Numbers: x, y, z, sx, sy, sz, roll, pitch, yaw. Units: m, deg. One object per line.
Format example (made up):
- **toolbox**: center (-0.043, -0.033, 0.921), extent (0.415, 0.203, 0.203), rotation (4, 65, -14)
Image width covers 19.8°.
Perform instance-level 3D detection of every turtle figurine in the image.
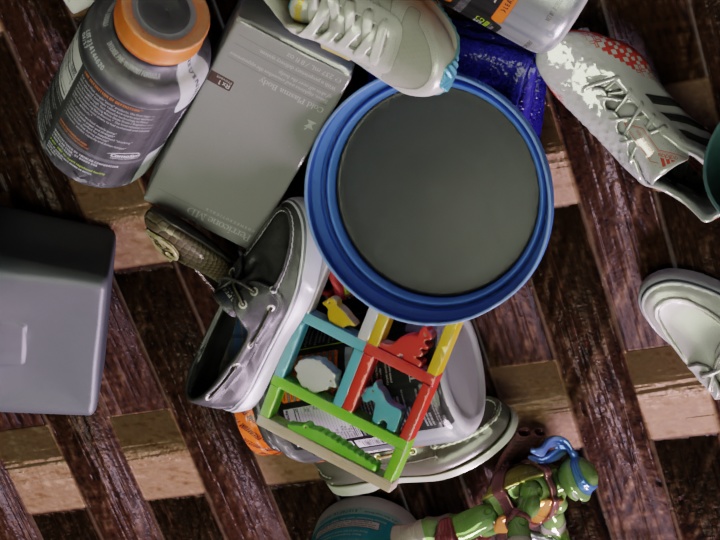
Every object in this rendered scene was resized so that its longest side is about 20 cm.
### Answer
- **turtle figurine**: center (0.139, 0.255, 1.849), extent (0.193, 0.144, 0.201), rotation (-17, 115, 28)

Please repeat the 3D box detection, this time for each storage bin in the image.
- **storage bin**: center (-0.289, 0.043, 1.813), extent (0.133, 0.146, 0.201), rotation (7, 126, -4)

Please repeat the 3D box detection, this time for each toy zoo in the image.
- **toy zoo**: center (0.006, 0.064, 1.687), extent (0.131, 0.020, 0.201), rotation (26, 106, 14)

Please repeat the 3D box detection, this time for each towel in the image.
- **towel**: center (0.071, -0.100, 1.654), extent (0.147, 0.050, 0.201), rotation (10, 116, 5)

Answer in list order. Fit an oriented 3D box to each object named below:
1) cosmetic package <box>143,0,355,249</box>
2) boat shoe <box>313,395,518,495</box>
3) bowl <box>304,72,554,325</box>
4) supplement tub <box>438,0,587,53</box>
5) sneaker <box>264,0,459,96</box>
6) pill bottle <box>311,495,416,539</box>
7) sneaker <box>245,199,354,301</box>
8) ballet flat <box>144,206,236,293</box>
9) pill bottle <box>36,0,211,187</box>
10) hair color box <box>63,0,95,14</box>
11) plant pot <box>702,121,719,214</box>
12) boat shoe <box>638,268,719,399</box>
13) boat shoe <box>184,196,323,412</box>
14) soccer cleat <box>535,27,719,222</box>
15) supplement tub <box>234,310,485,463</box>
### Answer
- **cosmetic package**: center (-0.087, -0.127, 1.670), extent (0.106, 0.090, 0.201), rotation (24, 124, -9)
- **boat shoe**: center (0.043, 0.147, 1.838), extent (0.201, 0.072, 0.060), rotation (-18, 126, 28)
- **bowl**: center (0.056, -0.059, 1.614), extent (0.199, 0.039, 0.202), rotation (4, 103, 17)
- **supplement tub**: center (0.079, -0.256, 1.518), extent (0.199, 0.123, 0.123), rotation (27, 126, -6)
- **sneaker**: center (-0.008, -0.189, 1.551), extent (0.200, 0.080, 0.077), rotation (38, 125, 31)
- **pill bottle**: center (-0.007, 0.307, 1.882), extent (0.110, 0.200, 0.111), rotation (6, 125, 9)
- **sneaker**: center (0.000, 0.000, 1.737), extent (0.198, 0.085, 0.077), rotation (7, 126, 9)
- **ballet flat**: center (-0.124, 0.006, 1.742), extent (0.046, 0.067, 0.200), rotation (-49, 142, 0)
- **pill bottle**: center (-0.181, -0.154, 1.623), extent (0.106, 0.107, 0.200), rotation (30, 147, -8)
- **hair color box**: center (-0.167, -0.292, 1.587), extent (0.199, 0.065, 0.110), rotation (-21, 117, 27)
- **plant pot**: center (0.378, -0.045, 1.559), extent (0.199, 0.201, 0.161), rotation (-14, 132, 22)
- **boat shoe**: center (0.312, 0.077, 1.728), extent (0.200, 0.070, 0.071), rotation (40, 124, -15)
- **boat shoe**: center (-0.093, 0.029, 1.685), extent (0.066, 0.070, 0.201), rotation (3, 125, -39)
- **soccer cleat**: center (0.215, -0.112, 1.594), extent (0.200, 0.085, 0.069), rotation (38, 119, -25)
- **supplement tub**: center (-0.002, 0.098, 1.774), extent (0.199, 0.123, 0.123), rotation (-10, 122, 22)
